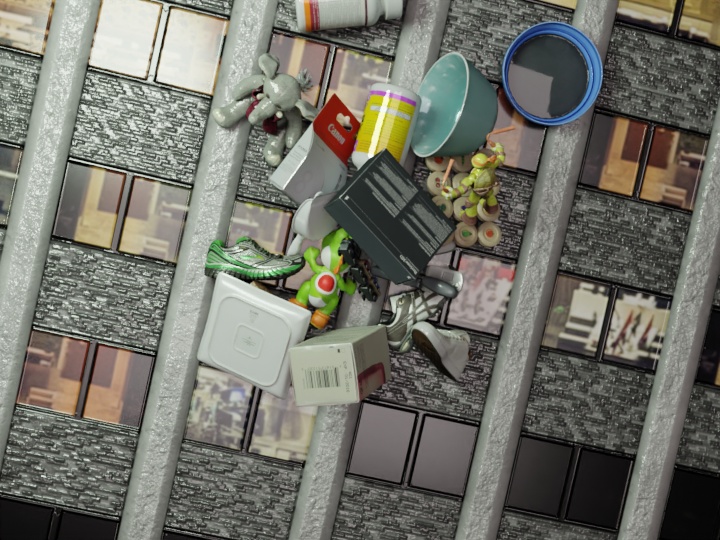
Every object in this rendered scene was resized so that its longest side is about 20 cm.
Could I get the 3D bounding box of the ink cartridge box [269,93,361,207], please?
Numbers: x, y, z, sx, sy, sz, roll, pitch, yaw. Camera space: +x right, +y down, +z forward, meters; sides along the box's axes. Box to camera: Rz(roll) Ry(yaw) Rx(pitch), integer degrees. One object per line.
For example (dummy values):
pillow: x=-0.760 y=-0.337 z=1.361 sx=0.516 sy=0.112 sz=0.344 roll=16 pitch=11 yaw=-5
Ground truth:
ink cartridge box: x=-0.064 y=-0.207 z=1.567 sx=0.200 sy=0.162 sz=0.057 roll=-49 pitch=60 yaw=1

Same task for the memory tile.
memory tile: x=0.202 y=-0.144 z=1.625 sx=0.152 sy=0.017 sz=0.202 roll=1 pitch=78 yaw=-14

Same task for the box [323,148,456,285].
box: x=0.055 y=-0.095 z=1.507 sx=0.200 sy=0.079 sz=0.141 roll=47 pitch=62 yaw=-11

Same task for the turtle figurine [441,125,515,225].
turtle figurine: x=0.230 y=-0.167 z=1.545 sx=0.064 sy=0.162 sz=0.200 roll=34 pitch=63 yaw=30

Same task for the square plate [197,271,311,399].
square plate: x=-0.209 y=0.129 z=1.579 sx=0.199 sy=0.028 sz=0.199 roll=23 pitch=114 yaw=11

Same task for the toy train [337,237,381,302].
toy train: x=0.000 y=0.000 z=1.580 sx=0.034 sy=0.200 sz=0.046 roll=4 pitch=59 yaw=22

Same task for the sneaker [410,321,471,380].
sneaker: x=0.159 y=0.133 z=1.601 sx=0.073 sy=0.200 sz=0.085 roll=28 pitch=76 yaw=36

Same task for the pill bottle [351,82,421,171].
pill bottle: x=0.044 y=-0.249 z=1.599 sx=0.104 sy=0.104 sz=0.201 roll=16 pitch=91 yaw=-4

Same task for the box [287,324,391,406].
box: x=-0.034 y=0.174 z=1.548 sx=0.127 sy=0.200 sz=0.110 roll=-7 pitch=93 yaw=20

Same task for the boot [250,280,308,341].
boot: x=-0.177 y=0.119 z=1.610 sx=0.107 sy=0.075 sz=0.201 roll=-31 pitch=102 yaw=5

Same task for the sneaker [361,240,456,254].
sneaker: x=0.090 y=-0.070 z=1.627 sx=0.199 sy=0.070 sz=0.081 roll=6 pitch=89 yaw=-3

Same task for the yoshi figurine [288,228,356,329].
yoshi figurine: x=-0.063 y=0.003 z=1.622 sx=0.112 sy=0.112 sz=0.201 roll=38 pitch=107 yaw=35

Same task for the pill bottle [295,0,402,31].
pill bottle: x=-0.025 y=-0.518 z=1.582 sx=0.198 sy=0.110 sz=0.110 roll=-7 pitch=93 yaw=-4

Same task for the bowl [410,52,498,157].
bowl: x=0.186 y=-0.298 z=1.579 sx=0.104 sy=0.201 sz=0.202 roll=15 pitch=91 yaw=-26

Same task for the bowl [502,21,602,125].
bowl: x=0.375 y=-0.386 z=1.648 sx=0.199 sy=0.039 sz=0.202 roll=0 pitch=92 yaw=-4

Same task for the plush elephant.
plush elephant: x=-0.162 y=-0.311 z=1.557 sx=0.165 sy=0.155 sz=0.200 roll=44 pitch=89 yaw=-4

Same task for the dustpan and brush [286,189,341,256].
dustpan and brush: x=-0.092 y=-0.086 z=1.579 sx=0.057 sy=0.139 sz=0.201 roll=40 pitch=126 yaw=23

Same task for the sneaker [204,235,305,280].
sneaker: x=-0.203 y=-0.024 z=1.596 sx=0.198 sy=0.078 sz=0.086 roll=3 pitch=88 yaw=6

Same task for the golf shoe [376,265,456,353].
golf shoe: x=0.110 y=0.062 z=1.630 sx=0.094 sy=0.078 sz=0.201 roll=35 pitch=89 yaw=-4

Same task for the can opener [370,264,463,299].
can opener: x=0.106 y=0.007 z=1.592 sx=0.199 sy=0.066 sz=0.053 roll=16 pitch=89 yaw=33
